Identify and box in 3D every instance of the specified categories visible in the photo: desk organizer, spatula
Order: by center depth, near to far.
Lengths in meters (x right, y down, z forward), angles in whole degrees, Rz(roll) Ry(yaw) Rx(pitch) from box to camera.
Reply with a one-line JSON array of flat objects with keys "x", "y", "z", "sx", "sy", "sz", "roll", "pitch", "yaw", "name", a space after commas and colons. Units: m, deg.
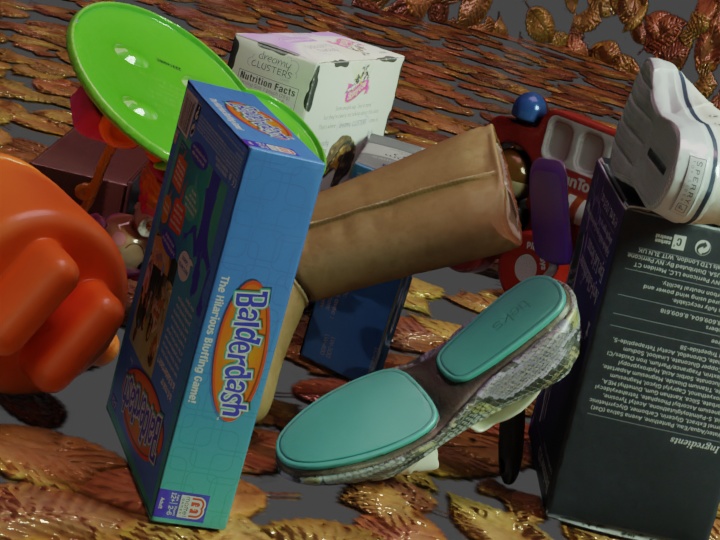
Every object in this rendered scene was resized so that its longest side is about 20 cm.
[{"x": 0.103, "y": 0.032, "z": 1.095, "sx": 0.020, "sy": 0.202, "sz": 0.056, "roll": 8, "pitch": 5, "yaw": -20, "name": "spatula"}, {"x": -0.203, "y": -0.062, "z": 1.386, "sx": 0.076, "sy": 0.072, "sz": 0.200, "roll": 13, "pitch": 14, "yaw": 0, "name": "desk organizer"}]

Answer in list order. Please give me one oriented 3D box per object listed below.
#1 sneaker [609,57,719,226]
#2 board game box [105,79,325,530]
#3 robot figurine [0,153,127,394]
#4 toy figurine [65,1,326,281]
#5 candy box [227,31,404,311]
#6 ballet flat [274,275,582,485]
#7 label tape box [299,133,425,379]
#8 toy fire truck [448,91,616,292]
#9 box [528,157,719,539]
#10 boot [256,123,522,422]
[{"x": 0.191, "y": -0.067, "z": 1.034, "sx": 0.070, "sy": 0.073, "sz": 0.200, "roll": 19, "pitch": 22, "yaw": -7, "name": "sneaker"}, {"x": -0.083, "y": 0.014, "z": 0.957, "sx": 0.045, "sy": 0.202, "sz": 0.152, "roll": 11, "pitch": 15, "yaw": -21, "name": "board game box"}, {"x": -0.210, "y": -0.003, "z": 1.053, "sx": 0.143, "sy": 0.118, "sz": 0.200, "roll": -1, "pitch": 20, "yaw": -30, "name": "robot figurine"}, {"x": -0.152, "y": -0.051, "z": 1.191, "sx": 0.199, "sy": 0.184, "sz": 0.151, "roll": 21, "pitch": 36, "yaw": -33, "name": "toy figurine"}, {"x": -0.052, "y": -0.071, "z": 1.316, "sx": 0.071, "sy": 0.202, "sz": 0.168, "roll": 20, "pitch": 14, "yaw": 19, "name": "candy box"}, {"x": 0.046, "y": 0.080, "z": 1.040, "sx": 0.199, "sy": 0.072, "sz": 0.072, "roll": -31, "pitch": 26, "yaw": -7, "name": "ballet flat"}, {"x": 0.007, "y": -0.007, "z": 1.251, "sx": 0.066, "sy": 0.144, "sz": 0.200, "roll": 17, "pitch": 14, "yaw": 4, "name": "label tape box"}, {"x": 0.165, "y": -0.065, "z": 1.596, "sx": 0.112, "sy": 0.169, "sz": 0.199, "roll": 2, "pitch": 20, "yaw": -45, "name": "toy fire truck"}, {"x": 0.179, "y": 0.048, "z": 1.110, "sx": 0.103, "sy": 0.202, "sz": 0.148, "roll": 12, "pitch": 13, "yaw": -2, "name": "box"}, {"x": 0.000, "y": 0.000, "z": 1.079, "sx": 0.198, "sy": 0.066, "sz": 0.176, "roll": -15, "pitch": 50, "yaw": 8, "name": "boot"}]
